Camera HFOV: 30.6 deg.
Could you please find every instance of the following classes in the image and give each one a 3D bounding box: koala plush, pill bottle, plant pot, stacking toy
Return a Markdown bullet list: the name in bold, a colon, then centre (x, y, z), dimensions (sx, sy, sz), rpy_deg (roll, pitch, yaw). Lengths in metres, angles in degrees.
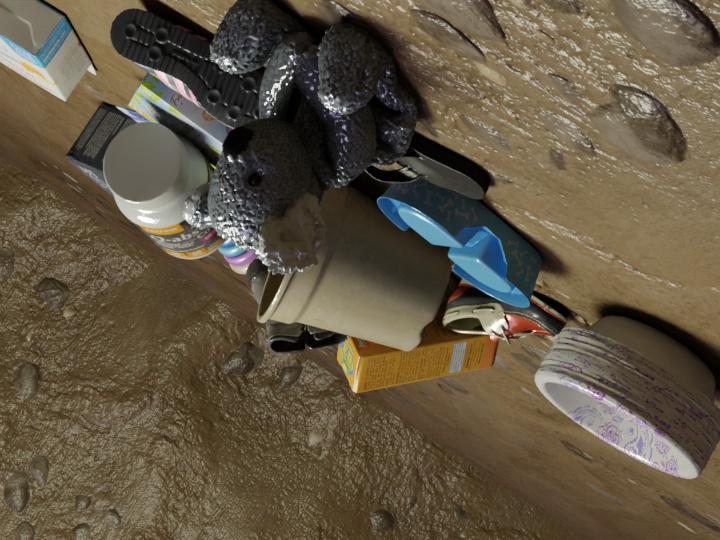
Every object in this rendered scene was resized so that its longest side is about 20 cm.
- **koala plush**: centre (-0.060, -0.099, 1.147), dimensions (0.176, 0.202, 0.184), rpy_deg (24, 167, 37)
- **pill bottle**: centre (-0.222, -0.093, 1.535), dimensions (0.115, 0.117, 0.200), rpy_deg (29, 172, 16)
- **plant pot**: centre (0.000, 0.000, 1.525), dimensions (0.181, 0.203, 0.200), rpy_deg (23, 171, -10)
- **stacking toy**: centre (-0.220, -0.084, 2.089), dimensions (0.085, 0.086, 0.200), rpy_deg (22, 158, 45)

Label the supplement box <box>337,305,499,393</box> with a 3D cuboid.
- **supplement box**: centre (0.074, 0.095, 1.662), dimensions (0.067, 0.197, 0.069), rpy_deg (-120, 27, -43)

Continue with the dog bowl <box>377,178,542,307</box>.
- **dog bowl**: centre (0.108, -0.037, 1.356), dimensions (0.199, 0.050, 0.111), rpy_deg (37, 169, -23)

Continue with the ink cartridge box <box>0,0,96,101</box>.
- **ink cartridge box**: centre (-0.427, -0.295, 1.725), dimensions (0.114, 0.068, 0.200), rpy_deg (31, 170, 8)

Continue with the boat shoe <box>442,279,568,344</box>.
- **boat shoe**: centre (0.169, 0.056, 1.567), dimensions (0.071, 0.063, 0.199), rpy_deg (41, 166, -30)

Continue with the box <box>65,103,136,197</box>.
- **box**: centre (-0.320, -0.151, 1.964), dimensions (0.199, 0.105, 0.148), rpy_deg (22, 165, 45)

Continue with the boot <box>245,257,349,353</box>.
- **boot**: centre (-0.035, 0.032, 1.630), dimensions (0.070, 0.197, 0.133), rpy_deg (89, 160, -55)

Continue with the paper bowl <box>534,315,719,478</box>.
- **paper bowl**: centre (0.291, 0.124, 1.387), dimensions (0.199, 0.105, 0.201), rpy_deg (32, 170, 6)

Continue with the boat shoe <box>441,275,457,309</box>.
- **boat shoe**: centre (0.085, 0.033, 1.700), dimensions (0.072, 0.065, 0.200), rpy_deg (25, 167, 34)

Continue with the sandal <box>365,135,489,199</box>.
- **sandal**: centre (0.030, -0.109, 1.264), dimensions (0.198, 0.045, 0.075), rpy_deg (28, 169, 24)

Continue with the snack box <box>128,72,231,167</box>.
- **snack box**: centre (-0.165, -0.168, 1.520), dimensions (0.199, 0.068, 0.168), rpy_deg (37, 171, -11)

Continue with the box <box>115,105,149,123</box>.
- **box**: centre (-0.212, -0.167, 1.718), dimensions (0.199, 0.048, 0.121), rpy_deg (39, 168, -35)

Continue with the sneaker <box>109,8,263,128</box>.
- **sneaker**: centre (-0.163, -0.209, 1.376), dimensions (0.199, 0.071, 0.082), rpy_deg (35, -173, 5)
